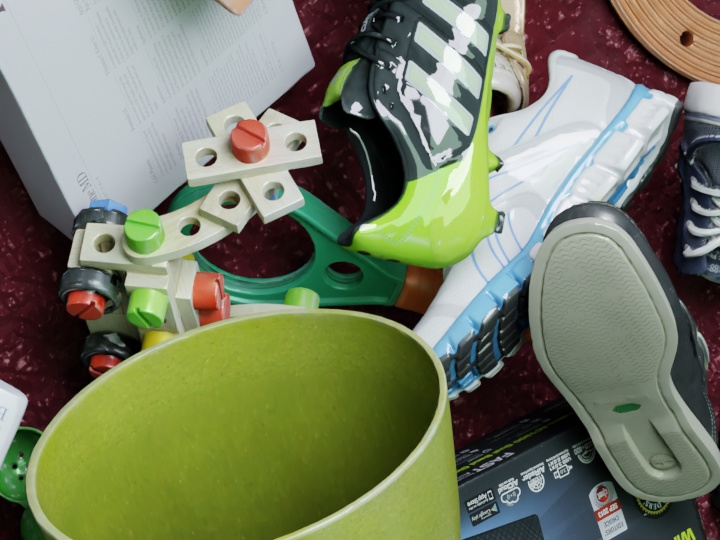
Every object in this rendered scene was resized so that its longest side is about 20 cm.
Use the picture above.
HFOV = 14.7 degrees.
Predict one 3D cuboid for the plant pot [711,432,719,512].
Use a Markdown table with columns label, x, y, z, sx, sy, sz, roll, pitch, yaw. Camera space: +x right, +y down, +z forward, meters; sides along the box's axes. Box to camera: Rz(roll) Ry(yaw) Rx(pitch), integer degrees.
| label | x | y | z | sx | sy | sz | roll | pitch | yaw |
| --- | --- | --- | --- | --- | --- | --- | --- | --- | --- |
| plant pot | 0.295 | 0.077 | 1.464 | 0.177 | 0.200 | 0.200 | 9 | 88 | -13 |

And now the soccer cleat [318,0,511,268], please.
| label | x | y | z | sx | sy | sz | roll | pitch | yaw |
| --- | --- | --- | --- | --- | --- | --- | --- | --- | --- |
| soccer cleat | 0.024 | -0.101 | 1.294 | 0.081 | 0.068 | 0.200 | 3 | 81 | -22 |

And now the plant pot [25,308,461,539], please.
| label | x | y | z | sx | sy | sz | roll | pitch | yaw |
| --- | --- | --- | --- | --- | --- | --- | --- | --- | --- |
| plant pot | -0.031 | 0.150 | 1.244 | 0.187 | 0.187 | 0.200 | -27 | 122 | -20 |

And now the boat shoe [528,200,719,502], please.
| label | x | y | z | sx | sy | sz | roll | pitch | yaw |
| --- | --- | --- | --- | --- | --- | --- | --- | --- | --- |
| boat shoe | 0.128 | 0.030 | 1.348 | 0.200 | 0.072 | 0.068 | 63 | 28 | -45 |

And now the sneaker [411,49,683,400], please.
| label | x | y | z | sx | sy | sz | roll | pitch | yaw |
| --- | --- | --- | --- | --- | --- | --- | --- | --- | --- |
| sneaker | 0.066 | -0.024 | 1.355 | 0.087 | 0.075 | 0.200 | 34 | 71 | 15 |

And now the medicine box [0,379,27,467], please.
| label | x | y | z | sx | sy | sz | roll | pitch | yaw |
| --- | --- | --- | --- | --- | --- | --- | --- | --- | --- |
| medicine box | -0.252 | 0.119 | 1.233 | 0.103 | 0.182 | 0.200 | 27 | 81 | -20 |

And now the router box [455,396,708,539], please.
| label | x | y | z | sx | sy | sz | roll | pitch | yaw |
| --- | --- | --- | --- | --- | --- | --- | --- | --- | --- |
| router box | 0.088 | 0.160 | 1.417 | 0.200 | 0.062 | 0.150 | -24 | 102 | -35 |

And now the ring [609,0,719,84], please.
| label | x | y | z | sx | sy | sz | roll | pitch | yaw |
| --- | --- | --- | --- | --- | --- | --- | --- | --- | --- |
| ring | 0.208 | -0.195 | 1.506 | 0.200 | 0.019 | 0.201 | -1 | 92 | -24 |

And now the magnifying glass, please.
| label | x | y | z | sx | sy | sz | roll | pitch | yaw |
| --- | --- | --- | --- | --- | --- | --- | --- | --- | --- |
| magnifying glass | 0.000 | 0.000 | 1.382 | 0.200 | 0.080 | 0.022 | 17 | 46 | -8 |

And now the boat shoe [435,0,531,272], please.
| label | x | y | z | sx | sy | sz | roll | pitch | yaw |
| --- | --- | --- | --- | --- | --- | --- | --- | --- | --- |
| boat shoe | 0.057 | -0.091 | 1.418 | 0.074 | 0.069 | 0.200 | 7 | 89 | -23 |

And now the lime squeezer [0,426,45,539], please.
| label | x | y | z | sx | sy | sz | roll | pitch | yaw |
| --- | --- | --- | --- | --- | --- | --- | --- | --- | --- |
| lime squeezer | -0.152 | 0.099 | 1.310 | 0.038 | 0.200 | 0.071 | -20 | 142 | -15 |

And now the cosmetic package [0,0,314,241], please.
| label | x | y | z | sx | sy | sz | roll | pitch | yaw |
| --- | --- | --- | --- | --- | --- | --- | --- | --- | --- |
| cosmetic package | -0.110 | -0.119 | 1.297 | 0.151 | 0.052 | 0.200 | -44 | 147 | -17 |

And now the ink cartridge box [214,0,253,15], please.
| label | x | y | z | sx | sy | sz | roll | pitch | yaw |
| --- | --- | --- | --- | --- | --- | --- | --- | --- | --- |
| ink cartridge box | -0.056 | -0.220 | 1.180 | 0.162 | 0.050 | 0.200 | -51 | 150 | -2 |

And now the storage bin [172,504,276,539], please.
| label | x | y | z | sx | sy | sz | roll | pitch | yaw |
| --- | --- | --- | --- | --- | --- | --- | --- | --- | --- |
| storage bin | -0.102 | 0.192 | 1.347 | 0.200 | 0.094 | 0.135 | -20 | 99 | -22 |

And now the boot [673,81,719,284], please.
| label | x | y | z | sx | sy | sz | roll | pitch | yaw |
| --- | --- | --- | --- | --- | --- | --- | --- | --- | --- |
| boot | 0.193 | -0.039 | 1.415 | 0.073 | 0.200 | 0.090 | 12 | 88 | 11 |

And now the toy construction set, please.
| label | x | y | z | sx | sy | sz | roll | pitch | yaw |
| --- | --- | --- | --- | --- | --- | --- | --- | --- | --- |
| toy construction set | -0.068 | 0.012 | 1.318 | 0.131 | 0.200 | 0.092 | 5 | 46 | 8 |
